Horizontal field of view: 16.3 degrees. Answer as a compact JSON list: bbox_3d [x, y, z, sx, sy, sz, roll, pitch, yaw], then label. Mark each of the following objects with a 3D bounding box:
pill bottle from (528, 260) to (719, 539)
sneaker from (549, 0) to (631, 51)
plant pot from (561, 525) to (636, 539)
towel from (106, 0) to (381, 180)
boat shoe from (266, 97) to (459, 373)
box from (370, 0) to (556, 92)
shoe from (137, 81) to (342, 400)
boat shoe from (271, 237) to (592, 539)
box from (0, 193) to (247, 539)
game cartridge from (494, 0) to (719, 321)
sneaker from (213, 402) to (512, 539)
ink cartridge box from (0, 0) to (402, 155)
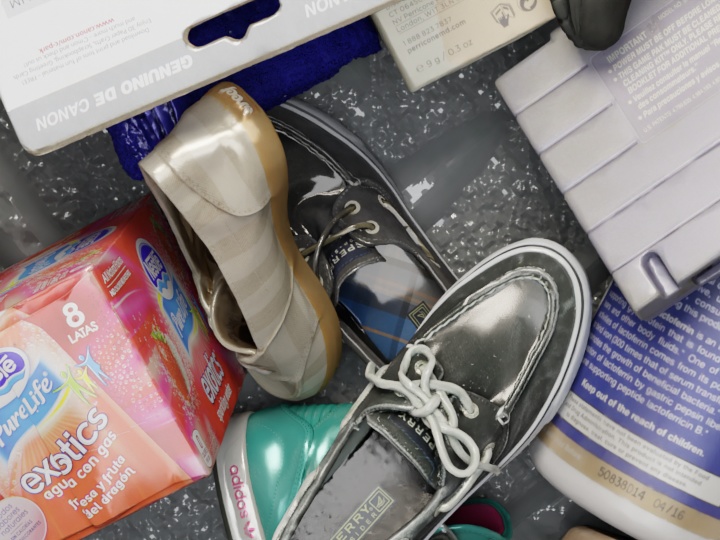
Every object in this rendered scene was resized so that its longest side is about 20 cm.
[{"bbox_3d":[0.166,0.021,1.113,0.115,0.116,0.201,26,99,-3],"label":"pill bottle"},{"bbox_3d":[0.119,-0.177,0.999,0.090,0.076,0.201,6,123,-1],"label":"sneaker"},{"bbox_3d":[0.120,0.213,1.112,0.199,0.200,0.176,20,89,-2],"label":"plant pot"},{"bbox_3d":[-0.085,-0.156,1.093,0.147,0.049,0.201,-32,100,-28],"label":"towel"},{"bbox_3d":[0.000,0.000,1.138,0.070,0.066,0.200,-37,96,6],"label":"boat shoe"},{"bbox_3d":[0.010,-0.186,1.096,0.077,0.095,0.201,-27,99,5],"label":"box"},{"bbox_3d":[-0.055,-0.001,1.092,0.053,0.201,0.070,-40,57,-20],"label":"shoe"},{"bbox_3d":[0.026,0.067,1.075,0.074,0.068,0.199,44,90,10],"label":"boat shoe"},{"bbox_3d":[-0.117,0.043,1.079,0.095,0.200,0.100,-28,97,6],"label":"box"},{"bbox_3d":[0.168,-0.086,1.052,0.199,0.038,0.130,-34,64,11],"label":"game cartridge"},{"bbox_3d":[0.016,0.149,1.156,0.120,0.084,0.201,-15,97,13],"label":"sneaker"},{"bbox_3d":[-0.078,-0.163,1.006,0.199,0.084,0.177,-22,96,0],"label":"ink cartridge box"}]
